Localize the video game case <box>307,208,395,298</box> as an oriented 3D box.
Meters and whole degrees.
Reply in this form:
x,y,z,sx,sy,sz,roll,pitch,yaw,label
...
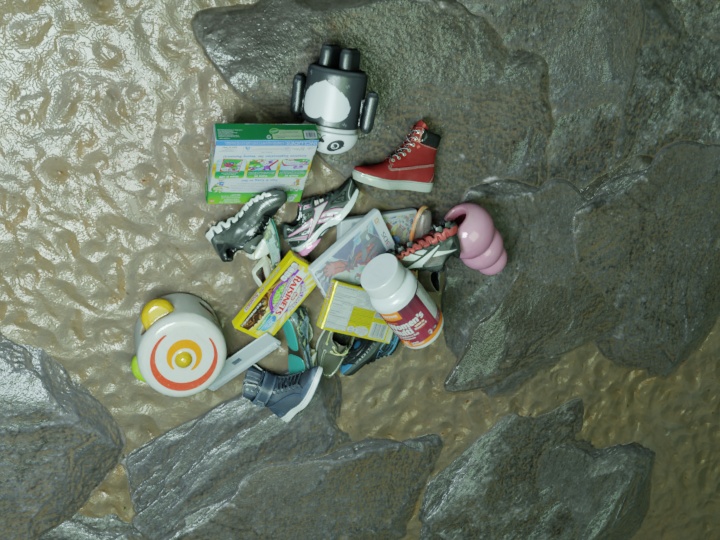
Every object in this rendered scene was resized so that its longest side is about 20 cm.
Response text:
x,y,z,sx,sy,sz,roll,pitch,yaw,label
0.000,0.000,1.623,0.199,0.023,0.184,-41,126,-17,video game case

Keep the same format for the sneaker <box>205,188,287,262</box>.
x,y,z,sx,sy,sz,roll,pitch,yaw,label
-0.215,-0.083,1.504,0.197,0.092,0.066,-31,165,17,sneaker

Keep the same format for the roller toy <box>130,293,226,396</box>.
x,y,z,sx,sy,sz,roll,pitch,yaw,label
-0.366,0.152,1.543,0.178,0.140,0.205,6,109,-23,roller toy

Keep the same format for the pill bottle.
x,y,z,sx,sy,sz,roll,pitch,yaw,label
0.086,0.064,1.575,0.109,0.110,0.201,-40,127,0,pill bottle

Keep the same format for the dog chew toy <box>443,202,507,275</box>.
x,y,z,sx,sy,sz,roll,pitch,yaw,label
0.266,-0.061,1.714,0.125,0.125,0.200,-45,127,2,dog chew toy

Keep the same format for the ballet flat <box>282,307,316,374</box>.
x,y,z,sx,sy,sz,roll,pitch,yaw,label
-0.128,0.174,1.691,0.072,0.074,0.205,-13,119,-15,ballet flat

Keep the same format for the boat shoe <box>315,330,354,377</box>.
x,y,z,sx,sy,sz,roll,pitch,yaw,label
-0.050,0.156,1.711,0.070,0.060,0.206,13,106,-24,boat shoe

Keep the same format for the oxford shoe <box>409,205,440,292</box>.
x,y,z,sx,sy,sz,roll,pitch,yaw,label
0.154,-0.046,1.687,0.071,0.072,0.205,-36,133,-43,oxford shoe

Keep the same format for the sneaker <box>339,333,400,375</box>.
x,y,z,sx,sy,sz,roll,pitch,yaw,label
0.039,0.181,1.749,0.199,0.073,0.082,-42,121,1,sneaker

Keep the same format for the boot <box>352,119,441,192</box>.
x,y,z,sx,sy,sz,roll,pitch,yaw,label
0.077,-0.246,1.591,0.195,0.072,0.148,-1,112,-29,boot

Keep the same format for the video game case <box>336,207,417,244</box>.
x,y,z,sx,sy,sz,roll,pitch,yaw,label
0.035,-0.036,1.667,0.195,0.023,0.187,-11,115,-29,video game case

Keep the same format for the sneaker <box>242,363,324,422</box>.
x,y,z,sx,sy,sz,roll,pitch,yaw,label
-0.175,0.244,1.647,0.144,0.078,0.203,33,132,-11,sneaker

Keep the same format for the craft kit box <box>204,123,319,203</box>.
x,y,z,sx,sy,sz,roll,pitch,yaw,label
-0.193,-0.202,1.456,0.194,0.050,0.199,-3,148,-20,craft kit box

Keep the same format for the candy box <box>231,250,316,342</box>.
x,y,z,sx,sy,sz,roll,pitch,yaw,label
-0.171,0.058,1.586,0.201,0.027,0.101,-49,136,12,candy box

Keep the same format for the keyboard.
x,y,z,sx,sy,sz,roll,pitch,yaw,label
-0.264,0.199,1.641,0.198,0.011,0.056,-35,134,12,keyboard

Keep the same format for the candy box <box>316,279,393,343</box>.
x,y,z,sx,sy,sz,roll,pitch,yaw,label
0.002,0.089,1.616,0.197,0.026,0.105,16,93,-40,candy box

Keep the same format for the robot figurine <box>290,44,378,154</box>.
x,y,z,sx,sy,sz,roll,pitch,yaw,label
-0.052,-0.330,1.472,0.122,0.150,0.205,-3,113,-33,robot figurine

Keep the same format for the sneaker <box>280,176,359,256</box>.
x,y,z,sx,sy,sz,roll,pitch,yaw,label
-0.087,-0.124,1.575,0.086,0.080,0.200,44,86,-19,sneaker

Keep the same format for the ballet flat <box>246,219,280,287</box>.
x,y,z,sx,sy,sz,roll,pitch,yaw,label
-0.198,-0.021,1.574,0.070,0.068,0.205,-31,125,-33,ballet flat

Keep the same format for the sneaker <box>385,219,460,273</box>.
x,y,z,sx,sy,sz,roll,pitch,yaw,label
0.130,-0.026,1.616,0.196,0.071,0.100,-26,102,-3,sneaker
